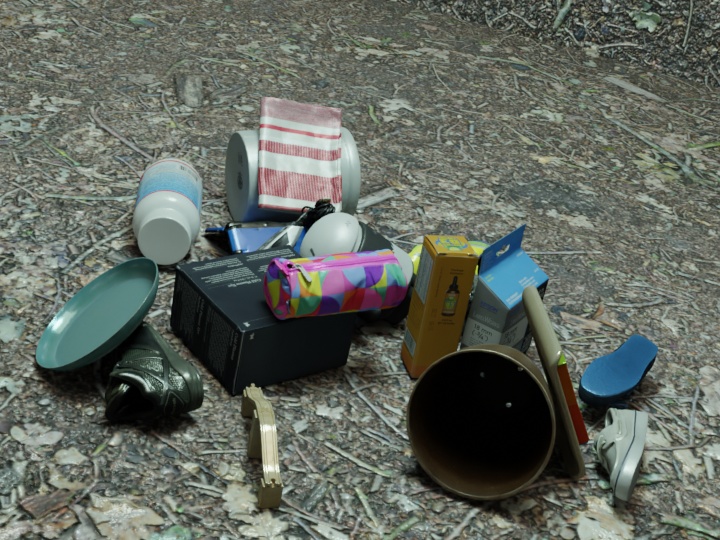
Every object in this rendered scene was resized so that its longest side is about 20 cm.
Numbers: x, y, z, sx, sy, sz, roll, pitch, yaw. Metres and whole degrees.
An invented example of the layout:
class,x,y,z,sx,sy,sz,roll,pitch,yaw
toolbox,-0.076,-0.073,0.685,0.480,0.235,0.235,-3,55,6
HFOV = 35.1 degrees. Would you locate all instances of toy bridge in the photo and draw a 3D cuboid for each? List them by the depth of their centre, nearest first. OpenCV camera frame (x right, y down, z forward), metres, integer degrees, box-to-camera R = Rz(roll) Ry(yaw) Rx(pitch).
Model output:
class,x,y,z,sx,sy,sz,roll,pitch,yaw
toy bridge,-0.121,0.199,1.397,0.027,0.068,0.201,3,29,-15

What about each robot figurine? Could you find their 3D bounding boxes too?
class,x,y,z,sx,sy,sz,roll,pitch,yaw
robot figurine,-0.001,0.000,1.723,0.199,0.126,0.150,34,-11,-23

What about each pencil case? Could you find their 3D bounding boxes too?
class,x,y,z,sx,sy,sz,roll,pitch,yaw
pencil case,-0.034,0.017,1.533,0.198,0.090,0.088,-5,32,-32

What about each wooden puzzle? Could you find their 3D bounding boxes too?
class,x,y,z,sx,sy,sz,roll,pitch,yaw
wooden puzzle,0.262,0.144,1.511,0.037,0.202,0.186,-14,28,3

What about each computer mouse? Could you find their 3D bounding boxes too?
class,x,y,z,sx,sy,sz,roll,pitch,yaw
computer mouse,-0.119,-0.038,1.762,0.200,0.044,0.109,-43,12,-26

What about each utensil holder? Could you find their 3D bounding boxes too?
class,x,y,z,sx,sy,sz,roll,pitch,yaw
utensil holder,-0.121,-0.161,1.972,0.197,0.172,0.170,-4,31,-22

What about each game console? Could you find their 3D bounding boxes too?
class,x,y,z,sx,sy,sz,roll,pitch,yaw
game console,-0.136,-0.026,1.868,0.197,0.119,0.173,-3,62,-26

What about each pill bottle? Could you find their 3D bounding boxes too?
class,x,y,z,sx,sy,sz,roll,pitch,yaw
pill bottle,-0.309,-0.093,1.826,0.107,0.110,0.201,7,28,-9

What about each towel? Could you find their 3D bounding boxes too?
class,x,y,z,sx,sy,sz,roll,pitch,yaw
towel,-0.099,-0.188,1.885,0.142,0.023,0.203,6,68,-16

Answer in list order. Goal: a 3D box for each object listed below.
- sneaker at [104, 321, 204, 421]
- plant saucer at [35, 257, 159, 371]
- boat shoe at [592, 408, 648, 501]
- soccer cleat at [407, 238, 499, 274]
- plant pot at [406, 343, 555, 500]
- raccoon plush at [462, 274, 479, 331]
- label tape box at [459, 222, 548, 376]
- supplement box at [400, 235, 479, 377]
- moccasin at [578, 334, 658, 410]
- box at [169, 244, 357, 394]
class,x,y,z,sx,sy,sz,roll,pitch,yaw
sneaker,-0.299,0.126,1.453,0.113,0.077,0.199,-13,38,-42
plant saucer,-0.341,0.062,1.500,0.198,0.028,0.201,-28,29,16
boat shoe,0.341,0.236,1.509,0.065,0.073,0.200,13,26,14
soccer cleat,0.151,-0.009,1.869,0.198,0.066,0.084,-10,36,-33
plant pot,0.171,0.172,1.474,0.184,0.190,0.200,18,14,12
raccoon plush,0.178,0.008,1.762,0.198,0.135,0.097,-22,56,-30
label tape box,0.214,0.051,1.662,0.063,0.203,0.144,25,30,24
supplement box,0.110,0.052,1.618,0.065,0.203,0.069,3,28,-17
moccasin,0.380,0.163,1.667,0.080,0.069,0.199,38,38,28
box,-0.138,0.064,1.602,0.198,0.105,0.182,-11,35,-36
